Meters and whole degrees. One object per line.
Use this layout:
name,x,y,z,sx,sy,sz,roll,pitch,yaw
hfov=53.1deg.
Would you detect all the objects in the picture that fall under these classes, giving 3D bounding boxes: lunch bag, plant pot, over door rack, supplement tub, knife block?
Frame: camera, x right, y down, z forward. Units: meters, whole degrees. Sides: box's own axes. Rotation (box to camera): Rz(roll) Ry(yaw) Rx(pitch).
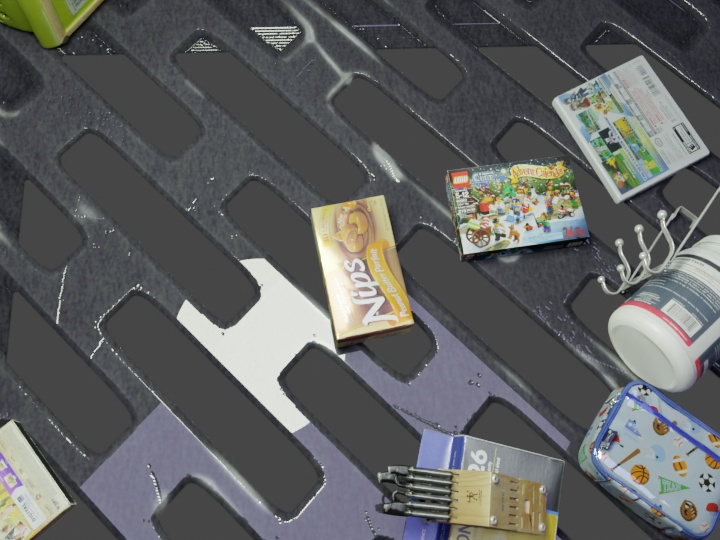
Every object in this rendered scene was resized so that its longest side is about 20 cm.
lunch bag,0.408,0.253,0.988,0.199,0.076,0.161,37,72,8
plant pot,-0.509,-0.486,1.125,0.180,0.200,0.200,36,74,1
over door rack,0.442,-0.056,1.049,0.199,0.148,0.067,-40,83,-13
supplement tub,0.463,0.059,1.014,0.199,0.141,0.141,-37,77,-14
knife block,0.123,0.295,0.935,0.198,0.174,0.065,24,65,-41

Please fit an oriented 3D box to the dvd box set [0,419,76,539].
dvd box set,-0.500,0.321,0.950,0.199,0.029,0.147,-40,79,-14

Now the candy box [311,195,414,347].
candy box,0.000,0.000,1.060,0.113,0.055,0.204,-11,74,-6

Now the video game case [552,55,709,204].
video game case,0.437,-0.231,1.169,0.180,0.022,0.202,-26,76,-10

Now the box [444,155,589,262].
box,0.238,-0.096,1.109,0.196,0.038,0.139,-8,73,-5

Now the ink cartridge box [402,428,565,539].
ink cartridge box,0.164,0.332,0.969,0.196,0.047,0.201,13,73,0
